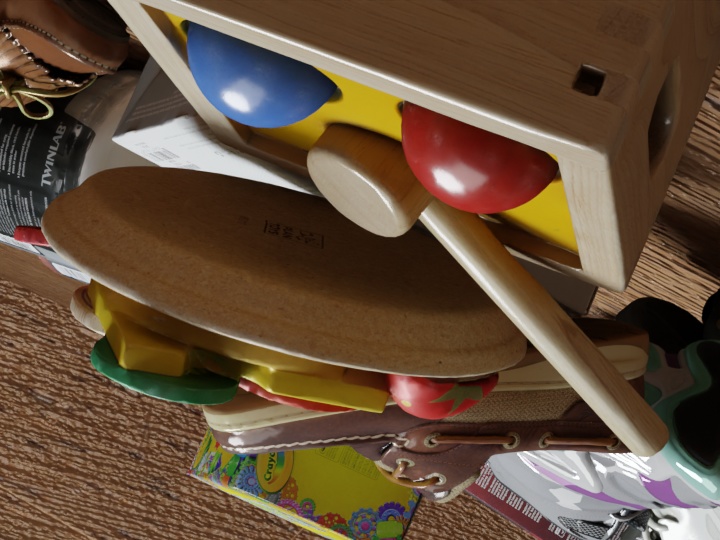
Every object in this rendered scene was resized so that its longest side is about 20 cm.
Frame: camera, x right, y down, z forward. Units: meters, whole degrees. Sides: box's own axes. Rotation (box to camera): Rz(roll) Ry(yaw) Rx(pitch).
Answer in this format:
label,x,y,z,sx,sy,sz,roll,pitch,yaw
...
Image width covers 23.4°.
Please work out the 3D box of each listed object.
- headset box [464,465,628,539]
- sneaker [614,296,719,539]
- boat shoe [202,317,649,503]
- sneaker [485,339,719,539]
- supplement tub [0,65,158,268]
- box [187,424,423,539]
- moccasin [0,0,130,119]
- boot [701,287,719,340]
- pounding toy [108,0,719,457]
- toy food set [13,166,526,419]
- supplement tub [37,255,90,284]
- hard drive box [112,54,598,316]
label,x,y,z,sx,sy,sz,roll,pitch,yaw
headset box,0.156,0.157,1.151,0.200,0.075,0.149,29,177,43
sneaker,0.169,0.115,0.932,0.115,0.076,0.201,-30,104,33
boat shoe,0.032,0.067,0.749,0.199,0.072,0.072,-7,-168,-19
sneaker,0.146,0.095,0.854,0.199,0.078,0.140,17,147,25
supplement tub,-0.193,-0.073,1.049,0.199,0.123,0.122,17,169,37
box,-0.014,0.080,1.216,0.122,0.201,0.193,25,170,-11
moccasin,-0.187,-0.117,0.925,0.074,0.078,0.201,31,168,-39
boot,0.221,0.036,0.810,0.138,0.078,0.200,26,170,15
pounding toy,0.033,-0.053,0.547,0.183,0.143,0.200,21,170,15
toy food set,-0.033,0.007,0.675,0.197,0.049,0.200,11,-165,-19
supplement tub,-0.133,-0.027,1.208,0.199,0.107,0.107,15,168,37
hard drive box,0.004,-0.054,0.812,0.200,0.077,0.156,28,170,-21
